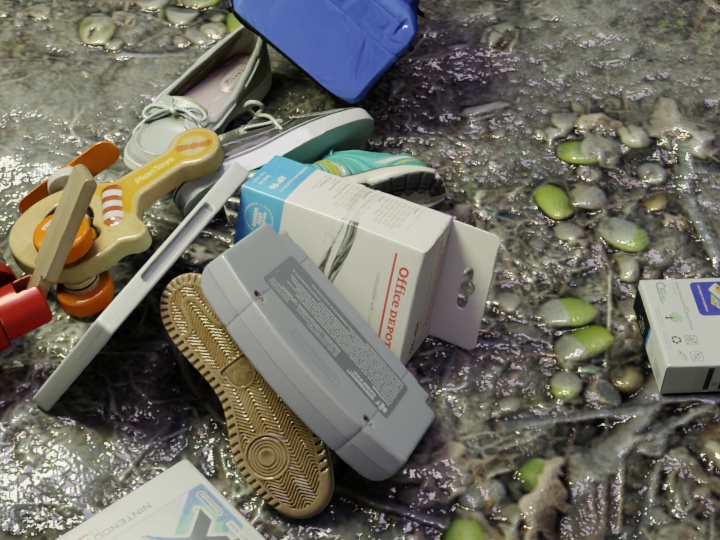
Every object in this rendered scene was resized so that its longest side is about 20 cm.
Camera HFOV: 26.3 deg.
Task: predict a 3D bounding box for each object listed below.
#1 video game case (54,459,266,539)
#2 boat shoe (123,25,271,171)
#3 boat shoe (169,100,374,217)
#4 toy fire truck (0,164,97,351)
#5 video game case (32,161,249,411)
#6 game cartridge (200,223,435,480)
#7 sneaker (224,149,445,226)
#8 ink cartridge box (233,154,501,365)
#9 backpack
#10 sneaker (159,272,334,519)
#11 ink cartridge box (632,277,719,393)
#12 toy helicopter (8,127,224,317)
[{"bbox_3d":[-0.131,0.238,1.045,0.182,0.022,0.200,-30,55,-30],"label":"video game case"},{"bbox_3d":[-0.147,-0.156,1.411,0.074,0.065,0.202,26,48,20],"label":"boat shoe"},{"bbox_3d":[-0.084,-0.110,1.366,0.199,0.074,0.068,-26,66,-17],"label":"boat shoe"},{"bbox_3d":[-0.293,-0.012,1.179,0.199,0.129,0.176,-25,50,-12],"label":"toy fire truck"},{"bbox_3d":[-0.169,0.011,1.193,0.017,0.143,0.200,41,48,-5],"label":"video game case"},{"bbox_3d":[-0.030,0.059,1.131,0.200,0.040,0.133,49,19,0],"label":"game cartridge"},{"bbox_3d":[-0.026,-0.067,1.340,0.199,0.078,0.080,-5,31,-21],"label":"sneaker"},{"bbox_3d":[0.000,0.000,1.224,0.199,0.116,0.068,20,33,15],"label":"ink cartridge box"},{"bbox_3d":[-0.009,-0.266,1.440,0.162,0.168,0.200,44,16,-12],"label":"backpack"},{"bbox_3d":[-0.075,0.091,1.166,0.071,0.112,0.201,-31,84,6],"label":"sneaker"},{"bbox_3d":[0.333,0.050,1.267,0.199,0.039,0.100,-2,45,-5],"label":"ink cartridge box"},{"bbox_3d":[-0.204,-0.062,1.285,0.200,0.079,0.132,-35,48,-19],"label":"toy helicopter"}]
